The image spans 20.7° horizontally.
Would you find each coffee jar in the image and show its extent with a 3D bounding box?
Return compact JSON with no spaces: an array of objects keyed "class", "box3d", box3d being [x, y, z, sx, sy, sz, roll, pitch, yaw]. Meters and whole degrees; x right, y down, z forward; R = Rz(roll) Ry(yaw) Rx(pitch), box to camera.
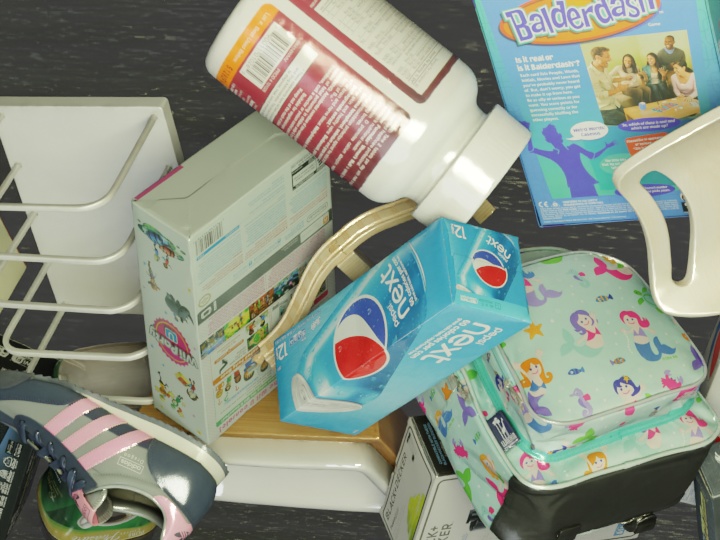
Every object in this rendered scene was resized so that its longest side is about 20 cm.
[{"class":"coffee jar","box3d":[-0.209,0.153,1.618,0.104,0.086,0.201,-6,137,-22]}]

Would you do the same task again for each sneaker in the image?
[{"class":"sneaker","box3d":[-0.201,0.137,1.434,0.199,0.082,0.070,20,152,14]}]

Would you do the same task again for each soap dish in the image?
[{"class":"soap dish","box3d":[-0.058,0.130,1.525,0.198,0.082,0.157,1,160,17]}]

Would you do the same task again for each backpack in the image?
[{"class":"backpack","box3d":[0.132,0.072,1.361,0.176,0.200,0.151,-13,138,-25]}]

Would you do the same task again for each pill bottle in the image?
[{"class":"pill bottle","box3d":[0.006,-0.115,1.281,0.200,0.110,0.110,38,132,-2]}]

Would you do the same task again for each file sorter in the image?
[{"class":"file sorter","box3d":[-0.203,-0.011,1.455,0.138,0.125,0.201,2,131,17]}]

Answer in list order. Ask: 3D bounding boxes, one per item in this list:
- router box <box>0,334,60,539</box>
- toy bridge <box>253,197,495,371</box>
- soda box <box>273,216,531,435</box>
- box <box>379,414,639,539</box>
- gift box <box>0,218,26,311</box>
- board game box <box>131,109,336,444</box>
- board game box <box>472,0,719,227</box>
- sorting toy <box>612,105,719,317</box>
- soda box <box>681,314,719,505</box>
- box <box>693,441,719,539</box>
[{"class":"router box","box3d":[-0.343,0.130,1.668,0.149,0.062,0.201,23,133,-1]},{"class":"toy bridge","box3d":[0.000,0.000,1.384,0.200,0.027,0.067,-41,133,7]},{"class":"soda box","box3d":[0.023,0.041,1.308,0.067,0.065,0.200,13,147,-33]},{"class":"box","box3d":[0.124,0.157,1.471,0.199,0.060,0.117,-4,136,-21]},{"class":"gift box","box3d":[-0.391,0.012,1.495,0.199,0.187,0.185,-11,126,25]},{"class":"board game box","box3d":[-0.086,0.003,1.404,0.064,0.147,0.201,28,139,30]},{"class":"board game box","box3d":[0.169,-0.123,1.285,0.151,0.045,0.201,-3,130,22]},{"class":"sorting toy","box3d":[0.256,-0.050,1.237,0.179,0.107,0.201,-21,124,3]},{"class":"soda box","box3d":[0.276,0.085,1.415,0.063,0.068,0.201,14,133,2]},{"class":"box","box3d":[0.344,0.167,1.418,0.199,0.051,0.158,-16,134,1]}]
